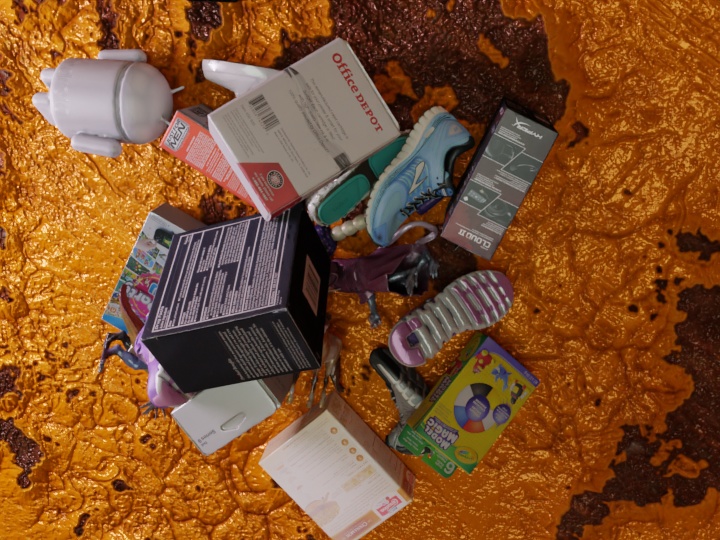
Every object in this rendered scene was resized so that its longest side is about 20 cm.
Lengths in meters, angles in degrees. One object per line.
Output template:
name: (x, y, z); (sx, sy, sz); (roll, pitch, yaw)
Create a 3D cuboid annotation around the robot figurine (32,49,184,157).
robot figurine: (-0.350, -0.236, 1.096); (0.199, 0.113, 0.171); (5, 73, 8)

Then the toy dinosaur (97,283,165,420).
toy dinosaur: (-0.293, 0.145, 1.163); (0.181, 0.105, 0.201); (16, 98, -18)

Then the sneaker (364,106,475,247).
sneaker: (0.079, -0.114, 1.032); (0.090, 0.078, 0.201); (34, 98, 16)

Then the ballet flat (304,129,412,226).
ballet flat: (0.003, -0.139, 1.090); (0.200, 0.072, 0.072); (-34, 101, -9)

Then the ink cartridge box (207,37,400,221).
ink cartridge box: (-0.072, -0.177, 1.000); (0.199, 0.083, 0.147); (-32, 92, -11)

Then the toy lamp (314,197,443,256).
toy lamp: (0.029, -0.081, 1.119); (0.199, 0.058, 0.058); (-25, 102, 18)

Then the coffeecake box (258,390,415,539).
coffeecake box: (-0.035, 0.318, 1.244); (0.153, 0.073, 0.200); (-40, 98, 18)

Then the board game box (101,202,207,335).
board game box: (-0.284, 0.021, 1.196); (0.147, 0.064, 0.201); (30, 111, -1)

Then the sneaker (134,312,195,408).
sneaker: (-0.274, 0.115, 1.091); (0.088, 0.201, 0.081); (-18, 129, 11)

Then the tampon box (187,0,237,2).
tampon box: (-0.187, -0.430, 0.964); (0.126, 0.200, 0.150); (-38, 99, 18)

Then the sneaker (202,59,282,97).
sneaker: (-0.131, -0.223, 1.089); (0.199, 0.074, 0.116); (14, 106, 3)

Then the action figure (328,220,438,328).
action figure: (0.000, 0.000, 1.123); (0.199, 0.134, 0.150); (-3, 73, 35)

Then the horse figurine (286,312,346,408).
horse figurine: (-0.058, 0.134, 1.146); (0.050, 0.200, 0.133); (12, 82, 14)

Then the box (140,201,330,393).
box: (-0.153, 0.035, 1.028); (0.197, 0.201, 0.124); (-12, 132, 15)

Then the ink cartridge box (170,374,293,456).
ink cartridge box: (-0.168, 0.161, 1.148); (0.145, 0.200, 0.088); (-36, 100, 18)

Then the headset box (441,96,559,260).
headset box: (0.176, -0.117, 1.034); (0.077, 0.149, 0.201); (27, 110, 0)

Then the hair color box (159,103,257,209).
hair color box: (-0.169, -0.152, 1.102); (0.200, 0.102, 0.061); (34, 109, -2)

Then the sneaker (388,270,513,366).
sneaker: (0.125, 0.063, 1.133); (0.199, 0.088, 0.081); (-29, 92, -6)

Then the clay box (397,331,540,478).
clay box: (0.157, 0.204, 1.144); (0.115, 0.048, 0.200); (39, 85, -16)

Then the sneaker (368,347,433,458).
sneaker: (0.062, 0.218, 1.199); (0.200, 0.075, 0.115); (44, 111, -7)
